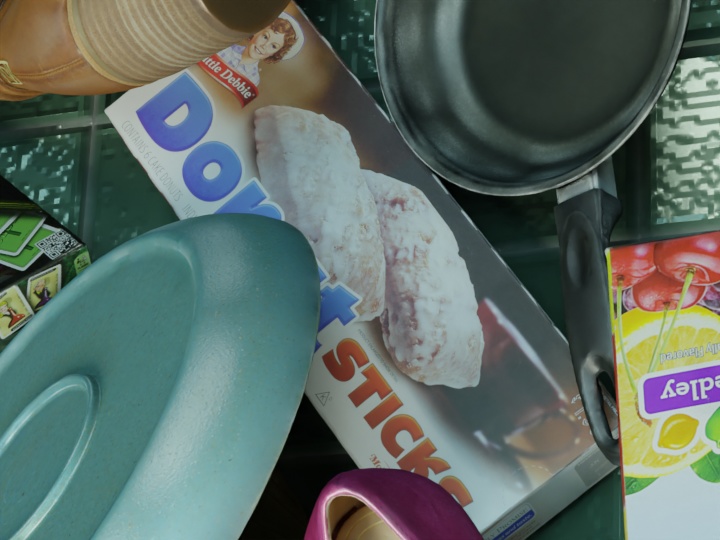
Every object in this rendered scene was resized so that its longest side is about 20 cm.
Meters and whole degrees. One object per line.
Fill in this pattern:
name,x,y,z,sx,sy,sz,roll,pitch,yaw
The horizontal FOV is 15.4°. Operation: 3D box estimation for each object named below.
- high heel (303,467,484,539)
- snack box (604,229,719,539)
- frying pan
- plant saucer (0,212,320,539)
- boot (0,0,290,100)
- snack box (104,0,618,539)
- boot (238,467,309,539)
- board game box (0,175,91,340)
high heel,0.042,0.143,0.685,0.067,0.096,0.201,-23,71,10
snack box,0.117,0.111,0.638,0.067,0.169,0.201,-10,65,20
frying pan,0.070,-0.050,0.776,0.115,0.031,0.190,-47,58,23
plant saucer,-0.086,0.062,0.752,0.200,0.027,0.201,-42,25,25
boot,-0.057,-0.131,0.874,0.154,0.074,0.200,-10,32,45
snack box,0.000,0.000,0.817,0.072,0.024,0.200,-38,59,1
boot,-0.077,0.134,0.760,0.154,0.072,0.201,-34,47,16
board game box,-0.192,0.021,0.824,0.199,0.024,0.105,-30,42,-26
